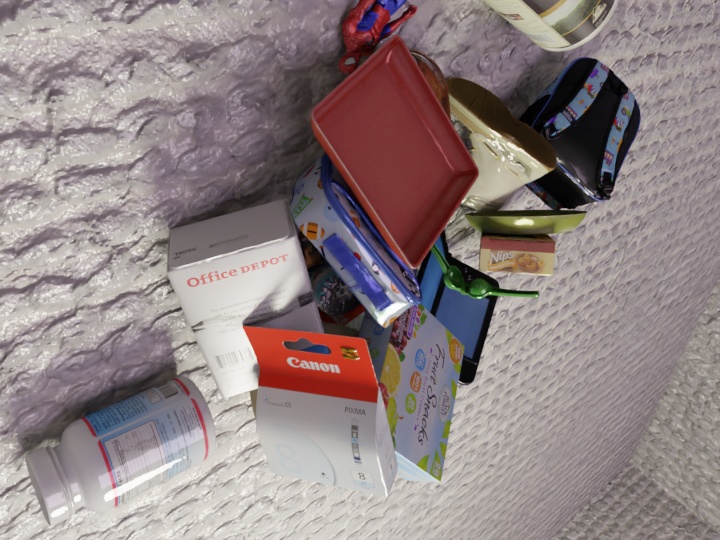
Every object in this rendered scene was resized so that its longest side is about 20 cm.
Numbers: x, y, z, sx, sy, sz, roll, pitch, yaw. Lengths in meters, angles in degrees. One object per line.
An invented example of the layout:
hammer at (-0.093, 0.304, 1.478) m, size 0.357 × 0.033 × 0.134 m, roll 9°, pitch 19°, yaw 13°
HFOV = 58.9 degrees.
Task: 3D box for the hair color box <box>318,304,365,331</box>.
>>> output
hair color box at (-0.001, 0.081, 0.990) m, size 0.198 × 0.064 × 0.113 m, roll -33°, pitch 140°, yaw -28°

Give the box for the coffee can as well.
coffee can at (0.225, -0.383, 0.801) m, size 0.198 × 0.146 × 0.149 m, roll 6°, pitch 115°, yaw -49°

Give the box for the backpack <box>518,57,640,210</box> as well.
backpack at (0.344, -0.225, 1.024) m, size 0.181 × 0.134 × 0.202 m, roll 35°, pitch 75°, yaw -11°

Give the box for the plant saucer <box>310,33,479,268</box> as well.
plant saucer at (0.040, -0.136, 0.728) m, size 0.202 × 0.036 × 0.200 m, roll 54°, pitch 49°, yaw -19°

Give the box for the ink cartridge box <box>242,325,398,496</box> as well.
ink cartridge box at (-0.050, 0.160, 0.715) m, size 0.048 × 0.156 × 0.204 m, roll -57°, pitch 142°, yaw -47°

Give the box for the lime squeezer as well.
lime squeezer at (0.172, 0.008, 0.976) m, size 0.038 × 0.197 × 0.072 m, roll -49°, pitch 166°, yaw -57°

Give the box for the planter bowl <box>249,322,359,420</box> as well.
planter bowl at (-0.060, 0.191, 0.881) m, size 0.195 × 0.136 × 0.203 m, roll -3°, pitch 132°, yaw -4°

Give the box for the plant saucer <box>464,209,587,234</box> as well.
plant saucer at (0.269, -0.080, 1.046) m, size 0.197 × 0.197 × 0.032 m, roll -9°, pitch 100°, yaw -43°

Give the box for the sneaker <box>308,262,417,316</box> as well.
sneaker at (0.000, 0.000, 0.911) m, size 0.197 × 0.086 × 0.080 m, roll -10°, pitch 116°, yaw -40°

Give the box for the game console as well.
game console at (0.151, 0.053, 1.027) m, size 0.119 × 0.168 × 0.203 m, roll 128°, pitch -14°, yaw -65°

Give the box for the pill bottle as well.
pill bottle at (-0.280, 0.212, 0.755) m, size 0.197 × 0.108 × 0.111 m, roll -20°, pitch 133°, yaw -35°

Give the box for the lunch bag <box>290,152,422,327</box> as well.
lunch bag at (0.001, -0.035, 0.757) m, size 0.075 × 0.161 × 0.201 m, roll -34°, pitch 115°, yaw 15°

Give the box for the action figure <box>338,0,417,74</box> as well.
action figure at (0.034, -0.314, 0.733) m, size 0.202 × 0.051 × 0.065 m, roll -55°, pitch 148°, yaw 5°

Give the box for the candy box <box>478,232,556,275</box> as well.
candy box at (0.256, -0.035, 1.057) m, size 0.200 × 0.112 × 0.057 m, roll -36°, pitch 128°, yaw -75°

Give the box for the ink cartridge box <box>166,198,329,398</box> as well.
ink cartridge box at (-0.125, 0.035, 0.746) m, size 0.141 × 0.085 × 0.203 m, roll -15°, pitch 128°, yaw -5°

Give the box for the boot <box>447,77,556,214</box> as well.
boot at (0.171, -0.177, 0.950) m, size 0.154 × 0.198 × 0.073 m, roll -41°, pitch -161°, yaw 51°

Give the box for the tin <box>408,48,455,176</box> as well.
tin at (0.062, -0.171, 0.805) m, size 0.110 × 0.042 × 0.206 m, roll -8°, pitch 96°, yaw -31°

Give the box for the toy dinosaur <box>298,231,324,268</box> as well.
toy dinosaur at (-0.106, -0.001, 0.814) m, size 0.198 × 0.060 × 0.108 m, roll -29°, pitch 138°, yaw -29°

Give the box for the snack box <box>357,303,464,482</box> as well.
snack box at (0.059, 0.154, 0.855) m, size 0.168 × 0.067 × 0.204 m, roll 42°, pitch 53°, yaw -36°
